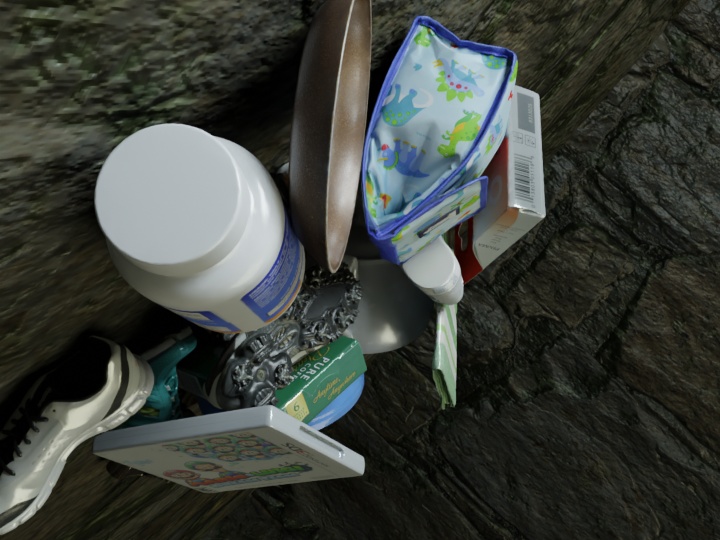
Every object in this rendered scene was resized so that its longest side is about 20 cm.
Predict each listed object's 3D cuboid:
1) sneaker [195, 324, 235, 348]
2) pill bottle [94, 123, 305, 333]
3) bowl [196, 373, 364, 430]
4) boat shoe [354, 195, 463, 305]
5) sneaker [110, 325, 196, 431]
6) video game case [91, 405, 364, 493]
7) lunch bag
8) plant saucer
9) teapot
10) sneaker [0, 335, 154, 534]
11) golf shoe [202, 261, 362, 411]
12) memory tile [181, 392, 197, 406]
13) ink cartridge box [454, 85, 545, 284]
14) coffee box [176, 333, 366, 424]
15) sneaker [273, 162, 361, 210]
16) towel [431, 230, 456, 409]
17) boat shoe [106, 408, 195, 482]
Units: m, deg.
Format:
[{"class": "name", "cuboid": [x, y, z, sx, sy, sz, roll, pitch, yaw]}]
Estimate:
[{"class": "sneaker", "cuboid": [-0.117, 0.009, 0.737, 0.091, 0.066, 0.200, -45, 175, -23]}, {"class": "pill bottle", "cuboid": [-0.101, -0.023, 0.514, 0.112, 0.112, 0.200, -45, 170, -7]}, {"class": "bowl", "cuboid": [-0.096, 0.121, 0.915, 0.201, 0.200, 0.039, -37, 132, -45]}, {"class": "boat shoe", "cuboid": [0.056, -0.041, 0.866, 0.072, 0.200, 0.069, -38, 143, -2]}, {"class": "sneaker", "cuboid": [-0.206, 0.129, 0.785, 0.077, 0.080, 0.200, -34, 164, -51]}, {"class": "video game case", "cuboid": [-0.124, 0.181, 0.753, 0.200, 0.024, 0.182, -13, 149, 23]}, {"class": "lunch bag", "cuboid": [0.065, -0.106, 0.733, 0.200, 0.127, 0.170, -63, 170, -2]}, {"class": "plant saucer", "cuboid": [-0.020, -0.099, 0.536, 0.200, 0.032, 0.200, 8, 90, -86]}, {"class": "teapot", "cuboid": [0.000, 0.000, 0.938, 0.197, 0.200, 0.146, -16, 122, -30]}, {"class": "sneaker", "cuboid": [-0.262, 0.129, 0.621, 0.200, 0.074, 0.080, -48, 157, -20]}, {"class": "golf shoe", "cuboid": [-0.080, 0.060, 0.757, 0.094, 0.078, 0.200, -15, -158, 50]}, {"class": "memory tile", "cuboid": [-0.161, 0.105, 1.077, 0.200, 0.017, 0.153, -51, 170, 26]}, {"class": "ink cartridge box", "cuboid": [0.137, -0.089, 0.882, 0.200, 0.050, 0.162, 134, -35, -56]}, {"class": "coffee box", "cuboid": [-0.106, 0.103, 0.833, 0.123, 0.200, 0.044, -39, 126, -37]}, {"class": "sneaker", "cuboid": [-0.024, -0.075, 0.763, 0.092, 0.076, 0.200, -49, 172, -11]}, {"class": "towel", "cuboid": [0.099, 0.050, 0.924, 0.153, 0.023, 0.200, 68, 23, -61]}, {"class": "boat shoe", "cuboid": [-0.260, 0.241, 1.035, 0.075, 0.073, 0.200, -49, 170, 15]}]
